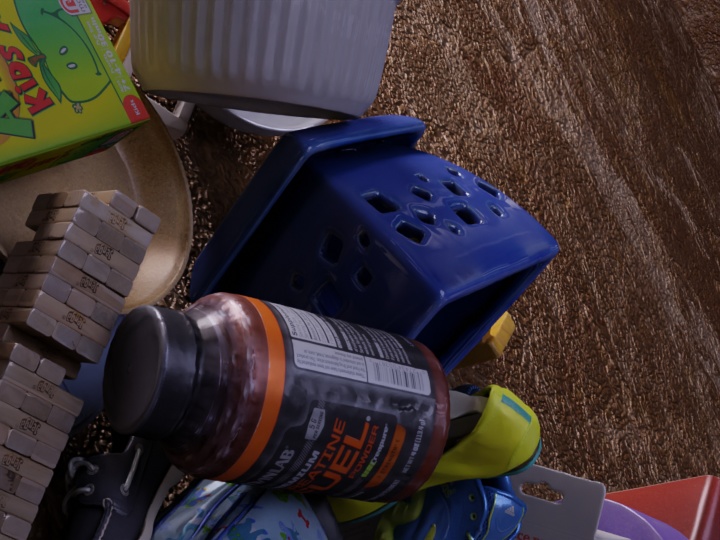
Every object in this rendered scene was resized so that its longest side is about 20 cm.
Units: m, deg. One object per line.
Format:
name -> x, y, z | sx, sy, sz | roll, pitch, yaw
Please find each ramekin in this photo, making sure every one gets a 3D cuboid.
ramekin -> -0.071, -0.169, 0.839 | 0.199, 0.198, 0.107 | 1, 96, -56

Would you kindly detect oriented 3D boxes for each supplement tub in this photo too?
supplement tub -> -0.049, 0.075, 0.698 | 0.198, 0.107, 0.108 | 15, 55, -36

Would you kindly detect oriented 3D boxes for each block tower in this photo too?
block tower -> -0.181, 0.049, 0.652 | 0.054, 0.057, 0.203 | 35, 65, -38

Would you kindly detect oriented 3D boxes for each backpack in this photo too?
backpack -> -0.080, 0.209, 0.717 | 0.199, 0.152, 0.165 | -26, 97, -47

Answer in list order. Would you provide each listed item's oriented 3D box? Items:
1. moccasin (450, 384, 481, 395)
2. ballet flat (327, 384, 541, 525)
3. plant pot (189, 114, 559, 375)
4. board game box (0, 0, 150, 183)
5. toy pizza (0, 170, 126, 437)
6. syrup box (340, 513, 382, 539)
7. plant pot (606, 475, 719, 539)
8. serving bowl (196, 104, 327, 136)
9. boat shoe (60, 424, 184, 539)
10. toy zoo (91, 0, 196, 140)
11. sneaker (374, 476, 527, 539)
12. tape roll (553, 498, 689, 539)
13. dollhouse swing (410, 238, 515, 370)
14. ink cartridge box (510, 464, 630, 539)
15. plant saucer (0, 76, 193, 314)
moccasin -> 0.102, 0.182, 1.068 | 0.081, 0.068, 0.202 | 46, 35, -28
ballet flat -> 0.028, 0.120, 0.808 | 0.067, 0.198, 0.067 | 49, 37, -29
plant pot -> 0.000, 0.000, 0.901 | 0.180, 0.201, 0.199 | 48, 33, 14
board game box -> -0.214, -0.103, 0.671 | 0.103, 0.047, 0.200 | 63, 31, -4
toy pizza -> -0.224, 0.012, 0.722 | 0.199, 0.031, 0.203 | 35, 43, -40
syrup box -> 0.032, 0.238, 0.907 | 0.078, 0.081, 0.203 | -8, 74, -56
plant pot -> 0.285, 0.344, 1.132 | 0.201, 0.198, 0.177 | 51, 44, -21
serving bowl -> -0.096, -0.206, 1.019 | 0.198, 0.066, 0.203 | 11, 70, -32
boat shoe -> -0.156, 0.135, 0.703 | 0.063, 0.072, 0.201 | 51, 29, -14
toy zoo -> -0.169, -0.192, 0.905 | 0.130, 0.020, 0.202 | 32, 60, -28
sneaker -> 0.057, 0.195, 0.810 | 0.075, 0.105, 0.202 | 29, 52, -28
tape roll -> 0.204, 0.301, 1.011 | 0.085, 0.198, 0.203 | 27, 47, -45
dollhouse swing -> 0.073, -0.034, 1.098 | 0.175, 0.181, 0.202 | -38, 100, -38
ink cartridge box -> 0.145, 0.260, 0.953 | 0.067, 0.115, 0.203 | 15, 86, -51
plant saucer -> -0.190, -0.061, 0.759 | 0.199, 0.035, 0.203 | 36, 41, -39
